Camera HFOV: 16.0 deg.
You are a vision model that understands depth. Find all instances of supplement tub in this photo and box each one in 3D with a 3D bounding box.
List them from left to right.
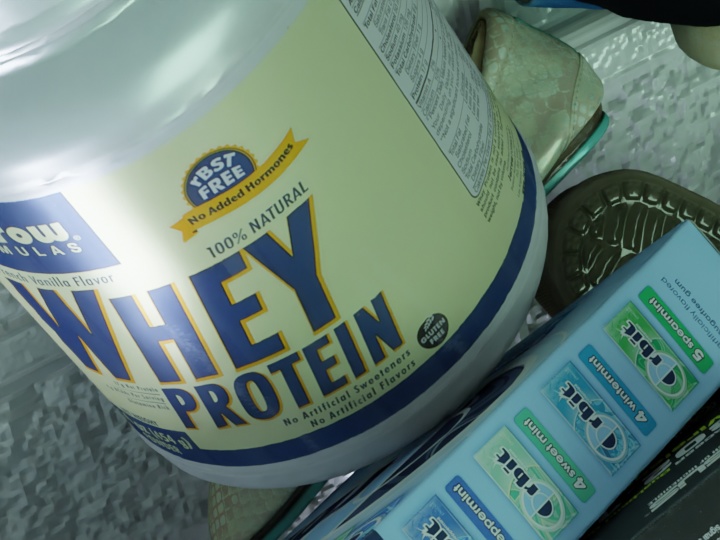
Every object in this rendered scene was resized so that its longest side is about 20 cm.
[{"bbox_3d":[-0.049,-0.049,0.708,0.145,0.145,0.200,-44,131,-7],"label":"supplement tub"}]

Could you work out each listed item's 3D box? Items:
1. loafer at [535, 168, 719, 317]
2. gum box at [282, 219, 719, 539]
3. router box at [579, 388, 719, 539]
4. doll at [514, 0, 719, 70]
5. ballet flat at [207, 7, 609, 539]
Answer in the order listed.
[{"bbox_3d":[0.137,0.022,0.874,0.200,0.067,0.076,33,85,-23],"label":"loafer"},{"bbox_3d":[0.009,0.083,0.733,0.200,0.045,0.170,-41,-179,-44],"label":"gum box"},{"bbox_3d":[0.055,0.115,0.714,0.200,0.150,0.062,-40,90,3],"label":"router box"},{"bbox_3d":[0.100,-0.108,0.782,0.200,0.136,0.048,47,43,-64],"label":"doll"},{"bbox_3d":[0.000,0.000,0.838,0.062,0.067,0.200,40,85,-13],"label":"ballet flat"}]
